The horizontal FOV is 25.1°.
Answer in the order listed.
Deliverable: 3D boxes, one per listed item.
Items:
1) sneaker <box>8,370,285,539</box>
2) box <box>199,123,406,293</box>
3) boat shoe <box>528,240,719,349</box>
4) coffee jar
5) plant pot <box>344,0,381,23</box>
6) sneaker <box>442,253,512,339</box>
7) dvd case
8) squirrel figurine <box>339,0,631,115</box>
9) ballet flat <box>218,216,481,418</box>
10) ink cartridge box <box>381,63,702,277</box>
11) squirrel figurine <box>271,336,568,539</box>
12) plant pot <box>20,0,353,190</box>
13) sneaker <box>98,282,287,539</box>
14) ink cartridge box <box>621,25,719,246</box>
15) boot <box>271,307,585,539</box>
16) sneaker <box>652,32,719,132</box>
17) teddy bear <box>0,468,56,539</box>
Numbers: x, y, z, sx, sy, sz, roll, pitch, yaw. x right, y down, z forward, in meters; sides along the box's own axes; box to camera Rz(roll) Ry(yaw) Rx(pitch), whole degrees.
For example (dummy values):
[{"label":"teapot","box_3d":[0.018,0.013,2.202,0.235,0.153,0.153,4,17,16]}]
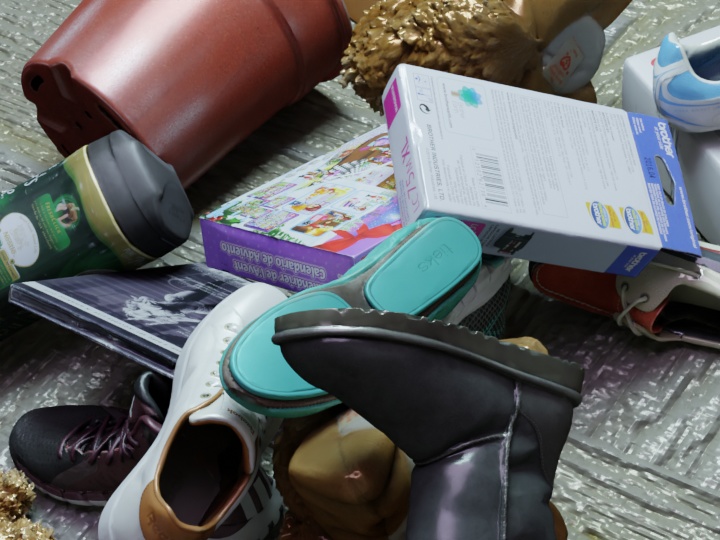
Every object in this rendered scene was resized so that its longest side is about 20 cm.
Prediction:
[{"label":"sneaker","box_3d":[-0.143,0.097,1.011,0.199,0.116,0.076,12,50,22]},{"label":"box","box_3d":[0.012,-0.042,1.071,0.136,0.039,0.200,14,32,40]},{"label":"boat shoe","box_3d":[0.204,0.016,1.068,0.199,0.071,0.063,10,49,15]},{"label":"coffee jar","box_3d":[-0.217,-0.019,1.123,0.199,0.104,0.086,-27,78,5]},{"label":"plant pot","box_3d":[0.064,-0.313,1.389,0.199,0.140,0.201,-6,43,6]},{"label":"sneaker","box_3d":[0.040,0.049,1.031,0.077,0.092,0.200,17,35,36]},{"label":"dvd case","box_3d":[-0.110,0.030,1.070,0.148,0.016,0.200,22,15,30]},{"label":"squirrel figurine","box_3d":[0.077,-0.185,1.217,0.199,0.142,0.186,-9,28,-38]},{"label":"ballet flat","box_3d":[-0.007,0.037,0.917,0.067,0.070,0.200,48,51,11]},{"label":"ink cartridge box","box_3d":[0.116,-0.060,1.036,0.199,0.042,0.120,7,52,-20]},{"label":"squirrel figurine","box_3d":[0.036,0.156,0.894,0.141,0.187,0.200,-35,14,-34]},{"label":"plant pot","box_3d":[-0.143,-0.163,1.246,0.200,0.201,0.195,26,62,33]},{"label":"sneaker","box_3d":[-0.070,0.081,0.909,0.085,0.073,0.201,-34,25,49]},{"label":"ink cartridge box","box_3d":[0.293,-0.091,1.149,0.146,0.083,0.200,-20,44,-10]},{"label":"boot","box_3d":[0.030,0.128,0.754,0.181,0.073,0.201,15,77,-21]},{"label":"sneaker","box_3d":[0.296,-0.140,1.087,0.199,0.073,0.072,-9,42,-1]},{"label":"teddy bear","box_3d":[-0.239,0.178,0.982,0.200,0.067,0.145,29,53,34]}]
